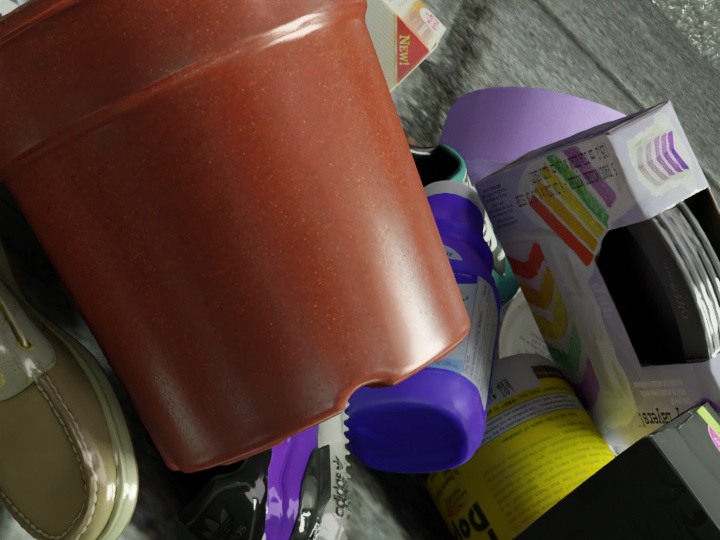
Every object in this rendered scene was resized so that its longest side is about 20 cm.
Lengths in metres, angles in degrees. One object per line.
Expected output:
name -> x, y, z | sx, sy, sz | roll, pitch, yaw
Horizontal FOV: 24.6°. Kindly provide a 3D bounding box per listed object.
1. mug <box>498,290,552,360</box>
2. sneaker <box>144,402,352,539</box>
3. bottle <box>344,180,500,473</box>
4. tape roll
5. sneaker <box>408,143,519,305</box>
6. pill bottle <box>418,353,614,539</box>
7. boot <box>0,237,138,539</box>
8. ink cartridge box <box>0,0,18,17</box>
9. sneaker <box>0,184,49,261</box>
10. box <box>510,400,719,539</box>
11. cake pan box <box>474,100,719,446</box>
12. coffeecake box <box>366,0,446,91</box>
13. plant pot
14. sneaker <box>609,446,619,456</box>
mug -> 0.193, 0.053, 1.218 | 0.152, 0.185, 0.151 | 2, 71, -49
sneaker -> -0.062, 0.070, 0.843 | 0.099, 0.070, 0.201 | 30, 26, -24
bottle -> 0.041, 0.027, 0.972 | 0.201, 0.083, 0.066 | -76, 157, -47
tape roll -> 0.155, -0.068, 1.311 | 0.199, 0.199, 0.066 | 31, 69, -36
sneaker -> 0.065, -0.041, 1.243 | 0.199, 0.080, 0.072 | 32, 26, -35
pill bottle -> 0.116, 0.157, 0.975 | 0.109, 0.109, 0.201 | 14, 39, -54
boot -> -0.188, 0.035, 0.663 | 0.201, 0.072, 0.154 | 53, 22, 22
ink cartridge box -> -0.245, -0.158, 0.876 | 0.115, 0.067, 0.201 | 33, 27, -31
sneaker -> -0.105, -0.024, 0.828 | 0.199, 0.091, 0.076 | 32, 21, 9
box -> 0.131, 0.188, 0.829 | 0.149, 0.200, 0.124 | 52, 23, 13
cake pan box -> 0.155, 0.010, 0.944 | 0.186, 0.052, 0.200 | 64, -18, -5
coffeecake box -> -0.066, -0.178, 1.129 | 0.200, 0.153, 0.073 | 45, 23, -7
plant pot -> -0.056, -0.031, 0.717 | 0.197, 0.199, 0.201 | 65, 22, -3
sneaker -> 0.149, 0.147, 1.108 | 0.200, 0.066, 0.091 | 45, 20, -15
